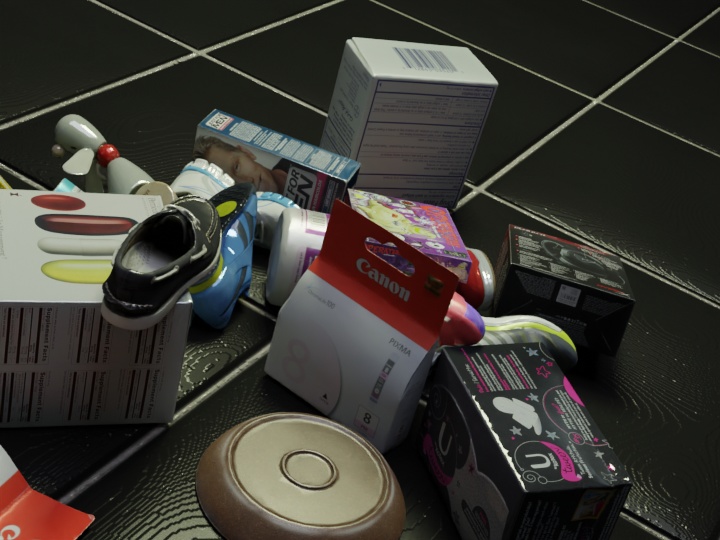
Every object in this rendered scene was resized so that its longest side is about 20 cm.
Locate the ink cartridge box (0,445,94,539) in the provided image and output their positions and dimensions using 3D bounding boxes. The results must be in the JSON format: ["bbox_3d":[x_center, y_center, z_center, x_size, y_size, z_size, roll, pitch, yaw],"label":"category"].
[{"bbox_3d":[-0.339,0.189,1.007,0.199,0.050,0.162,21,32,14],"label":"ink cartridge box"}]

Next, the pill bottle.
[{"bbox_3d":[0.000,0.000,1.404,0.199,0.113,0.112,11,31,-10],"label":"pill bottle"}]

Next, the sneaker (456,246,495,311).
[{"bbox_3d":[0.077,-0.013,1.498,0.112,0.072,0.200,4,26,-27],"label":"sneaker"}]

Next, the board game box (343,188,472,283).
[{"bbox_3d":[0.046,-0.040,1.331,0.119,0.032,0.200,15,17,-9],"label":"board game box"}]

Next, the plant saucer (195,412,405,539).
[{"bbox_3d":[-0.051,0.193,1.149,0.199,0.035,0.201,11,32,-7],"label":"plant saucer"}]

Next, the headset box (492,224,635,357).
[{"bbox_3d":[0.237,0.017,1.490,0.148,0.078,0.200,17,16,0],"label":"headset box"}]

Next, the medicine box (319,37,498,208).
[{"bbox_3d":[0.056,-0.188,1.641,0.181,0.201,0.103,0,37,-25],"label":"medicine box"}]

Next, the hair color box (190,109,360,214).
[{"bbox_3d":[-0.109,-0.114,1.544,0.199,0.100,0.061,21,33,9],"label":"hair color box"}]

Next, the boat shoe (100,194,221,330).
[{"bbox_3d":[-0.173,-0.024,1.122,0.074,0.061,0.200,22,34,8],"label":"boat shoe"}]

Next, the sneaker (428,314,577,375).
[{"bbox_3d":[0.145,0.096,1.375,0.199,0.074,0.081,7,48,-11],"label":"sneaker"}]

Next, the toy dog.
[{"bbox_3d":[-0.287,-0.084,1.427,0.096,0.132,0.200,-46,54,-13],"label":"toy dog"}]

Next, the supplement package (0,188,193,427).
[{"bbox_3d":[-0.281,0.033,1.187,0.199,0.148,0.192,1,34,-22],"label":"supplement package"}]

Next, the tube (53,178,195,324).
[{"bbox_3d":[-0.251,-0.020,1.342,0.200,0.050,0.078,37,34,-11],"label":"tube"}]

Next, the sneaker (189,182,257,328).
[{"bbox_3d":[-0.150,-0.018,1.390,0.066,0.079,0.201,-13,37,21],"label":"sneaker"}]

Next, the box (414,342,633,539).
[{"bbox_3d":[0.143,0.179,1.166,0.114,0.133,0.200,0,35,-20],"label":"box"}]

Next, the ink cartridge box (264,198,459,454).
[{"bbox_3d":[-0.004,0.057,1.224,0.162,0.201,0.057,33,38,25],"label":"ink cartridge box"}]

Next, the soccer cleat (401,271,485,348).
[{"bbox_3d":[0.060,0.024,1.266,0.076,0.067,0.200,-46,34,-22],"label":"soccer cleat"}]

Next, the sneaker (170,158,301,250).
[{"bbox_3d":[-0.150,-0.058,1.480,0.199,0.075,0.087,23,42,21],"label":"sneaker"}]

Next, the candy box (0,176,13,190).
[{"bbox_3d":[-0.364,-0.069,1.289,0.026,0.200,0.102,-42,53,-10],"label":"candy box"}]
